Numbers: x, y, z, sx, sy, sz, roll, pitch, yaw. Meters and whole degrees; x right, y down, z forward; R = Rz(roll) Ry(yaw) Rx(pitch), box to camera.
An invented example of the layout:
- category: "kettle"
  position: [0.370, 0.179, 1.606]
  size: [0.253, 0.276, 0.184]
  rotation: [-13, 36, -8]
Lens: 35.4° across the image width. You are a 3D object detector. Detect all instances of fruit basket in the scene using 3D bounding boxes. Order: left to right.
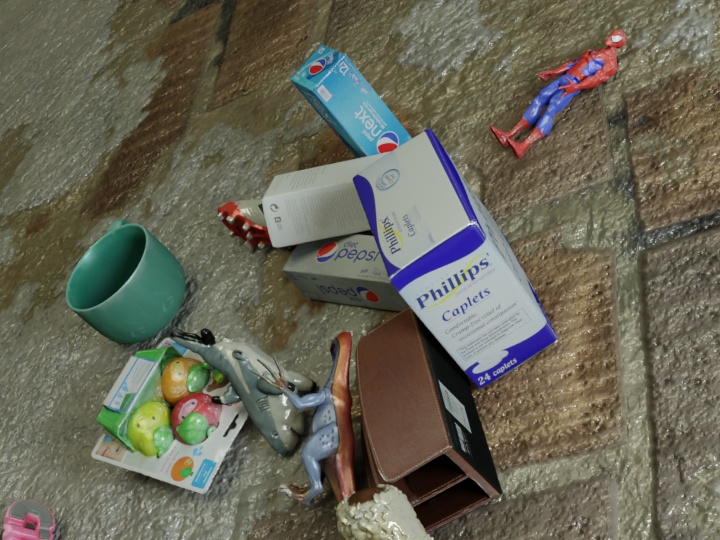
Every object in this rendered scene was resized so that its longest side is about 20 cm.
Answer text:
- category: "fruit basket"
  position: [-0.222, 0.168, 1.388]
  size: [0.199, 0.094, 0.186]
  rotation: [5, 57, 41]

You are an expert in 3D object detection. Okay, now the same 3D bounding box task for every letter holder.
- category: "letter holder"
  position: [0.041, 0.162, 1.165]
  size: [0.142, 0.101, 0.201]
  rotation: [-32, 39, 16]

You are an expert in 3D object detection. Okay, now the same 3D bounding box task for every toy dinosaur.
- category: "toy dinosaur"
  position: [-0.025, 0.164, 1.223]
  size: [0.199, 0.105, 0.182]
  rotation: [27, 84, 18]

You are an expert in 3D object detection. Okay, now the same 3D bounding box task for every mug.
- category: "mug"
  position: [-0.319, 0.015, 1.613]
  size: [0.151, 0.114, 0.186]
  rotation: [-5, 50, 39]

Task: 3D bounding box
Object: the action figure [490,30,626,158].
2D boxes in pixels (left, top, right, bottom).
- category: "action figure"
  position: [0.252, -0.226, 1.397]
  size: [0.200, 0.052, 0.065]
  rotation: [-40, 34, -1]

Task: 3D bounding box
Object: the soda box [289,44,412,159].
- category: "soda box"
  position: [0.000, -0.195, 1.462]
  size: [0.064, 0.200, 0.068]
  rotation: [-47, 37, -6]

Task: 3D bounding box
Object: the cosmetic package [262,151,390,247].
- category: "cosmetic package"
  position: [-0.015, -0.092, 1.415]
  size: [0.199, 0.074, 0.102]
  rotation: [-9, 21, 10]

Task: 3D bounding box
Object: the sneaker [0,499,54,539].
- category: "sneaker"
  position: [-0.435, 0.391, 1.404]
  size: [0.095, 0.079, 0.201]
  rotation: [-44, 30, 36]

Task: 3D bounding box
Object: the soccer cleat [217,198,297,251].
- category: "soccer cleat"
  position: [-0.117, -0.074, 1.566]
  size: [0.199, 0.069, 0.085]
  rotation: [10, 52, 43]

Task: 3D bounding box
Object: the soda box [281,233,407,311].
- category: "soda box"
  position: [0.000, 0.000, 1.385]
  size: [0.199, 0.063, 0.068]
  rotation: [6, 56, 45]

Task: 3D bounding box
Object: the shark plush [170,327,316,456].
- category: "shark plush"
  position: [-0.146, 0.129, 1.318]
  size: [0.084, 0.199, 0.091]
  rotation: [-58, -4, 6]

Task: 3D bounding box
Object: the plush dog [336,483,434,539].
- category: "plush dog"
  position: [0.010, 0.324, 1.031]
  size: [0.172, 0.160, 0.200]
  rotation: [-44, 18, 27]

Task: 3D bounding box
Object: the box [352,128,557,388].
- category: "box"
  position: [0.099, -0.014, 1.198]
  size: [0.105, 0.200, 0.184]
  rotation: [-33, 38, 11]
